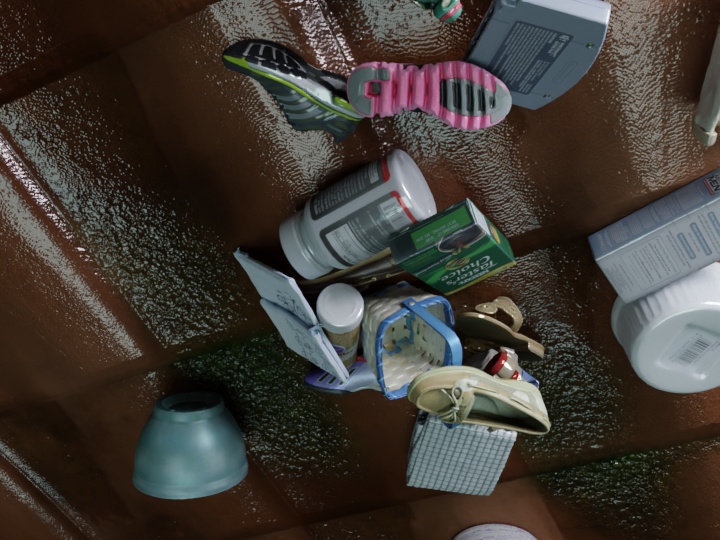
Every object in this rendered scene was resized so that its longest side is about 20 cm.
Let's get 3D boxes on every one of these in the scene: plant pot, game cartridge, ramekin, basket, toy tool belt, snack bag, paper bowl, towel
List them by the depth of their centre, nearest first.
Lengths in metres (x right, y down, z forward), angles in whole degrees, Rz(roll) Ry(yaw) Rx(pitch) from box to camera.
[{"bbox_3d":[0.196,-0.253,0.814,0.132,0.041,0.200,18,165,-4],"label":"game cartridge"},{"bbox_3d":[0.086,0.116,1.054,0.138,0.200,0.177,-18,129,-20],"label":"basket"},{"bbox_3d":[0.488,0.090,1.064,0.198,0.098,0.202,3,126,4],"label":"ramekin"},{"bbox_3d":[-0.108,0.067,1.066,0.021,0.188,0.201,-38,123,-19],"label":"snack bag"},{"bbox_3d":[0.221,0.186,1.089,0.123,0.125,0.200,40,163,0],"label":"toy tool belt"},{"bbox_3d":[-0.296,0.290,1.238,0.198,0.200,0.136,2,99,4],"label":"plant pot"},{"bbox_3d":[0.172,0.308,1.261,0.164,0.086,0.201,9,128,0],"label":"towel"},{"bbox_3d":[0.281,0.627,1.469,0.199,0.105,0.202,3,127,4],"label":"paper bowl"}]

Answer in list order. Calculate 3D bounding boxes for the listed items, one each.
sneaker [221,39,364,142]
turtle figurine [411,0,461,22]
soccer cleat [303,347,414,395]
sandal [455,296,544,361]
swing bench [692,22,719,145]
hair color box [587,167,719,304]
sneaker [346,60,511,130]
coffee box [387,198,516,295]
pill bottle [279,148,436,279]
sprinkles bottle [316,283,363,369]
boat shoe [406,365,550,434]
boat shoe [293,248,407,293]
[{"bbox_3d":[-0.086,-0.224,0.905,0.199,0.074,0.081,24,128,-10],"label":"sneaker"},{"bbox_3d":[0.073,-0.344,0.774,0.100,0.150,0.200,-26,113,42],"label":"turtle figurine"},{"bbox_3d":[0.001,0.167,1.193,0.198,0.068,0.074,-2,102,11],"label":"soccer cleat"},{"bbox_3d":[0.220,0.077,1.106,0.077,0.070,0.211,-9,150,43],"label":"sandal"},{"bbox_3d":[0.494,-0.253,0.799,0.198,0.130,0.200,6,127,8],"label":"swing bench"},{"bbox_3d":[0.435,-0.045,0.993,0.199,0.061,0.099,-30,119,25],"label":"hair color box"},{"bbox_3d":[0.087,-0.223,0.873,0.198,0.095,0.080,11,111,11],"label":"sneaker"},{"bbox_3d":[0.132,-0.026,0.978,0.122,0.044,0.200,-26,156,17],"label":"coffee box"},{"bbox_3d":[-0.006,-0.072,0.980,0.199,0.114,0.114,-26,120,22],"label":"pill bottle"},{"bbox_3d":[-0.033,0.091,1.081,0.068,0.069,0.200,7,153,0],"label":"sprinkles bottle"},{"bbox_3d":[0.161,0.181,0.955,0.199,0.063,0.074,14,122,-18],"label":"boat shoe"},{"bbox_3d":[0.000,0.000,1.058,0.198,0.071,0.071,-18,122,17],"label":"boat shoe"}]
